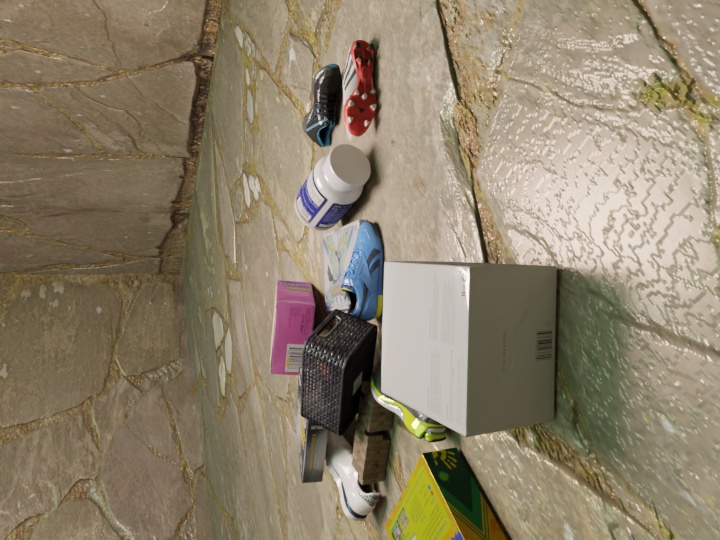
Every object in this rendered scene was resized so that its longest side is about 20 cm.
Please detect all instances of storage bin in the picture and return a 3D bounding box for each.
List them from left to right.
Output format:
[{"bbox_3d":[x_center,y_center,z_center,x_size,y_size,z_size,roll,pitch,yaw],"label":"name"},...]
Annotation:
[{"bbox_3d":[-0.042,0.196,1.033,0.092,0.135,0.203,19,125,21],"label":"storage bin"}]

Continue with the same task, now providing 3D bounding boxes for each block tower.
[{"bbox_3d":[0.025,0.309,1.042,0.058,0.053,0.205,28,114,61],"label":"block tower"}]

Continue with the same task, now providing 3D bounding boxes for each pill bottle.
[{"bbox_3d":[-0.061,-0.177,1.153,0.200,0.113,0.118,-39,55,57],"label":"pill bottle"}]

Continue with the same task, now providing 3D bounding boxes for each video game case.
[{"bbox_3d":[-0.036,-0.005,1.204,0.199,0.022,0.187,-14,77,63],"label":"video game case"}]

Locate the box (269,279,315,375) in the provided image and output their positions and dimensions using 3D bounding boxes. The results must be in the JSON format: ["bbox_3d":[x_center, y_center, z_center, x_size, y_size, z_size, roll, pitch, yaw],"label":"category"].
[{"bbox_3d":[-0.172,0.138,1.336,0.200,0.094,0.180,-124,39,-74],"label":"box"}]

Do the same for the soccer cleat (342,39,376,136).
[{"bbox_3d":[-0.006,-0.372,1.108,0.085,0.067,0.205,167,105,-72],"label":"soccer cleat"}]

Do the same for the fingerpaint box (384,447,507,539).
[{"bbox_3d":[0.125,0.407,0.817,0.168,0.072,0.203,-120,39,-47],"label":"fingerpaint box"}]

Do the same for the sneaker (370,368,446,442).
[{"bbox_3d":[0.087,0.209,0.917,0.199,0.073,0.083,27,105,54],"label":"sneaker"}]

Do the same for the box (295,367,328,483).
[{"bbox_3d":[-0.113,0.339,1.196,0.201,0.047,0.162,-114,29,-64],"label":"box"}]

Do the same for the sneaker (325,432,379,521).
[{"bbox_3d":[-0.016,0.414,1.122,0.081,0.075,0.201,-59,41,25],"label":"sneaker"}]

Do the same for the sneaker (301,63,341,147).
[{"bbox_3d":[-0.077,-0.385,1.258,0.082,0.072,0.202,55,145,25],"label":"sneaker"}]

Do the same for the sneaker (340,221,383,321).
[{"bbox_3d":[0.000,0.000,1.072,0.066,0.077,0.205,168,103,-64],"label":"sneaker"}]

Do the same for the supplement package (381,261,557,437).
[{"bbox_3d":[0.137,0.087,0.714,0.199,0.144,0.196,6,95,63],"label":"supplement package"}]

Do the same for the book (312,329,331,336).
[{"bbox_3d":[-0.082,0.263,1.271,0.134,0.047,0.204,44,129,53],"label":"book"}]
